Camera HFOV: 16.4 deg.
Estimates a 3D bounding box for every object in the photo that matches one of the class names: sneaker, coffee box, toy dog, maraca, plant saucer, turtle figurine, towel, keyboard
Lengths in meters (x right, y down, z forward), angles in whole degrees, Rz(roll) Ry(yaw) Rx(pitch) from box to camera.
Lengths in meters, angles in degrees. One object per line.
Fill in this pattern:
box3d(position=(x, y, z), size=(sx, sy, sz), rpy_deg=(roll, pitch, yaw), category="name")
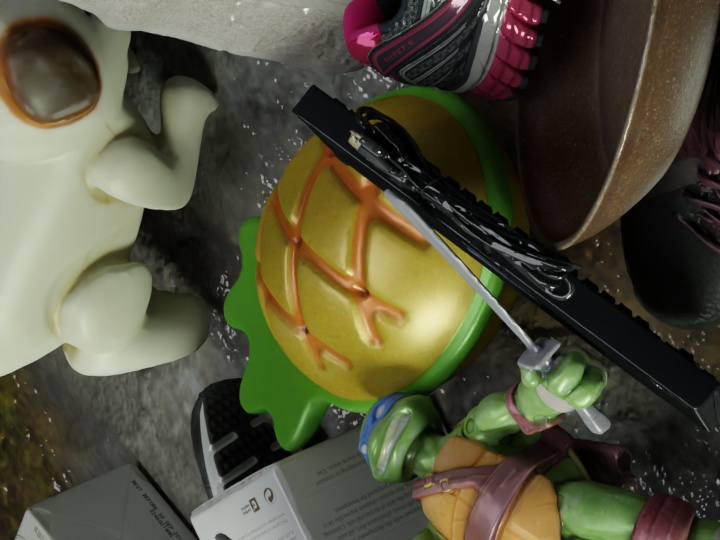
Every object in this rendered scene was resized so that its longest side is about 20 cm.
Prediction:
box3d(position=(0.140, -0.036, 0.929), size=(0.075, 0.116, 0.201), rpy_deg=(21, 127, 2), category="sneaker")
box3d(position=(-0.150, 0.220, 1.383), size=(0.113, 0.080, 0.201), rpy_deg=(46, 134, 23), category="coffee box")
box3d(position=(-0.165, -0.059, 1.213), size=(0.140, 0.193, 0.201), rpy_deg=(45, 141, 41), category="toy dog")
box3d(position=(0.000, 0.000, 1.108), size=(0.200, 0.106, 0.138), rpy_deg=(-35, 55, 44), category="maraca")
box3d(position=(-0.039, 0.151, 1.242), size=(0.080, 0.073, 0.201), rpy_deg=(-31, 82, 50), category="sneaker")
box3d(position=(0.100, -0.106, 0.953), size=(0.200, 0.036, 0.202), rpy_deg=(-173, 90, -79), category="plant saucer")
box3d(position=(0.047, -0.157, 0.980), size=(0.081, 0.074, 0.201), rpy_deg=(-100, 20, -59), category="sneaker")
box3d(position=(0.060, 0.107, 0.978), size=(0.193, 0.144, 0.200), rpy_deg=(29, 162, 21), category="turtle figurine")
box3d(position=(-0.048, -0.141, 1.051), size=(0.132, 0.199, 0.035), rpy_deg=(-40, 48, 47), category="towel")
box3d(position=(0.055, -0.010, 0.952), size=(0.199, 0.127, 0.021), rpy_deg=(36, 89, 17), category="keyboard")

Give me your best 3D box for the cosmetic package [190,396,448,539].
box3d(position=(0.020, 0.174, 1.163), size=(0.085, 0.107, 0.201), rpy_deg=(-32, 80, 49), category="cosmetic package")
